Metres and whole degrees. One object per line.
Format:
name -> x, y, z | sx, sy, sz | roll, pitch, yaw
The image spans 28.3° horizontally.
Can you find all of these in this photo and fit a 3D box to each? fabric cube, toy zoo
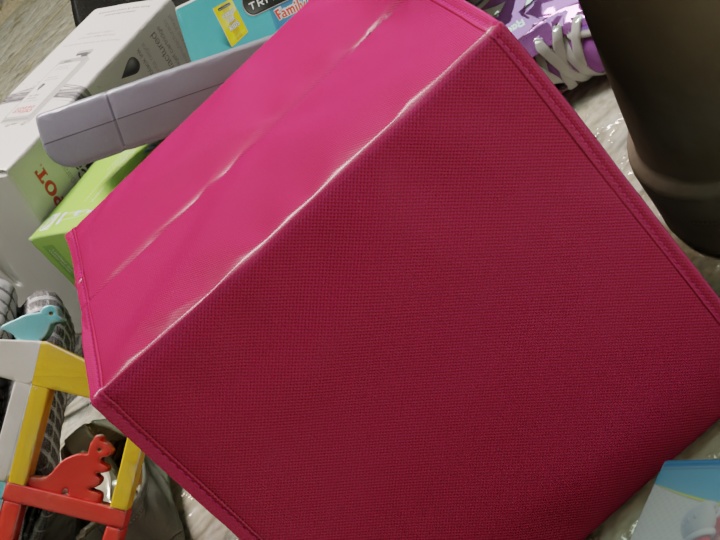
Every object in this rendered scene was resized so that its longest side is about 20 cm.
fabric cube -> 0.013, 0.011, 0.621 | 0.199, 0.196, 0.200 | -43, 25, 4
toy zoo -> -0.184, 0.117, 0.743 | 0.020, 0.130, 0.202 | 107, 177, -86

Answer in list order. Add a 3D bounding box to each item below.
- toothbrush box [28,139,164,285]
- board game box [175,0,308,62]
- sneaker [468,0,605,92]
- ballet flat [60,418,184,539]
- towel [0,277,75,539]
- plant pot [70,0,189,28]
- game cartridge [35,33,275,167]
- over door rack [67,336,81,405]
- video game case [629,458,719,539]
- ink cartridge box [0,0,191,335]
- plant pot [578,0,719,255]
toothbrush box -> -0.088, -0.006, 0.863 | 0.199, 0.146, 0.086 | -5, 43, 55
board game box -> 0.002, -0.187, 0.932 | 0.199, 0.047, 0.151 | -19, 0, 29
sneaker -> 0.105, -0.125, 0.856 | 0.201, 0.073, 0.114 | -53, 40, 1
ballet flat -> -0.147, 0.120, 0.848 | 0.067, 0.064, 0.200 | -43, 24, 0
towel -> -0.233, 0.129, 0.874 | 0.166, 0.085, 0.201 | -102, 32, -54
plant pot -> -0.114, -0.189, 1.163 | 0.199, 0.199, 0.178 | -30, 38, 26
game cartridge -> -0.080, -0.104, 0.804 | 0.198, 0.042, 0.133 | -19, 14, -4
over door rack -> -0.184, 0.017, 1.069 | 0.199, 0.067, 0.148 | -31, 28, 25
video game case -> 0.121, 0.144, 0.454 | 0.143, 0.018, 0.201 | -12, 39, 50
ink cartridge box -> -0.179, -0.072, 0.999 | 0.082, 0.147, 0.201 | -1, 41, 37
plant pot -> 0.175, -0.136, 0.640 | 0.199, 0.174, 0.201 | -35, 25, 19
